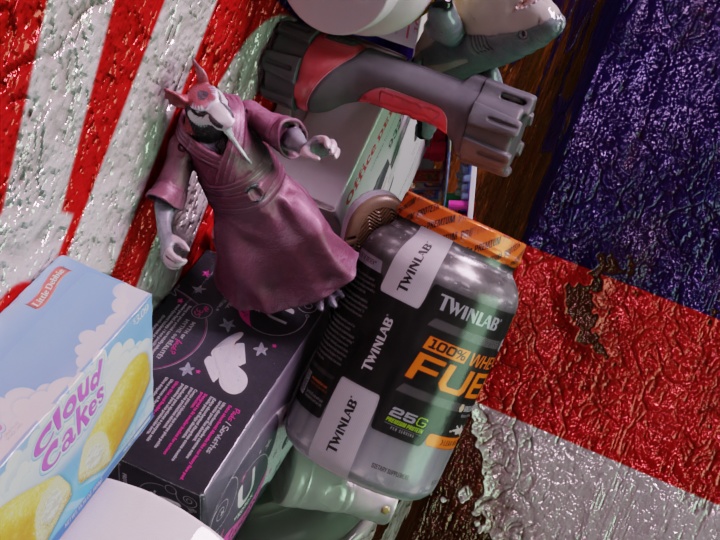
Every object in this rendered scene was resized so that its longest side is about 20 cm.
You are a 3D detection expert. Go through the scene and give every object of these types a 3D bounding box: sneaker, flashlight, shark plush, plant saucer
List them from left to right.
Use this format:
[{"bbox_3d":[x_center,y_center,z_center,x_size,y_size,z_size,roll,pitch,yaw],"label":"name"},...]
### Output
[{"bbox_3d":[-0.078,0.205,1.072,0.200,0.199,0.050,-49,129,-54],"label":"plant saucer"},{"bbox_3d":[-0.021,0.156,1.028,0.200,0.115,0.074,-111,-140,-67],"label":"sneaker"},{"bbox_3d":[0.000,0.000,0.971,0.070,0.109,0.201,-17,131,-14],"label":"sneaker"},{"bbox_3d":[0.025,-0.125,0.879,0.068,0.199,0.068,-62,166,-18],"label":"flashlight"},{"bbox_3d":[0.077,-0.151,0.900,0.091,0.083,0.200,-48,177,-44],"label":"shark plush"}]

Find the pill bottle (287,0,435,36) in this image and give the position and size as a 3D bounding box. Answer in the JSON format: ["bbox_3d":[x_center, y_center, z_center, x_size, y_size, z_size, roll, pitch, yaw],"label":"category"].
[{"bbox_3d":[0.020,-0.237,0.869,0.200,0.112,0.113,-47,155,-57],"label":"pill bottle"}]

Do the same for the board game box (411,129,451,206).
[{"bbox_3d":[0.070,-0.153,1.174,0.158,0.039,0.201,91,3,-56],"label":"board game box"}]

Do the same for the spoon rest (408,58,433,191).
[{"bbox_3d":[0.051,-0.140,1.257,0.200,0.060,0.099,98,19,-48],"label":"spoon rest"}]

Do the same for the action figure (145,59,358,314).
[{"bbox_3d":[-0.073,-0.064,0.801,0.149,0.133,0.200,-103,171,-52],"label":"action figure"}]

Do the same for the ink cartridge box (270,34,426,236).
[{"bbox_3d":[-0.013,-0.095,1.022,0.146,0.083,0.200,-65,166,-11],"label":"ink cartridge box"}]

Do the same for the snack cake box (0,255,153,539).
[{"bbox_3d":[-0.194,0.100,0.657,0.200,0.067,0.115,-55,162,-44],"label":"snack cake box"}]

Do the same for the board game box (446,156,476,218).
[{"bbox_3d":[0.104,-0.139,1.225,0.200,0.026,0.201,-76,170,-84],"label":"board game box"}]

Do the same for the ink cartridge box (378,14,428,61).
[{"bbox_3d":[0.065,-0.281,1.076,0.200,0.067,0.117,-56,162,-46],"label":"ink cartridge box"}]

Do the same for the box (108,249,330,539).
[{"bbox_3d":[-0.115,0.109,0.879,0.133,0.114,0.200,97,20,-45],"label":"box"}]

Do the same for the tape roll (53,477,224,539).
[{"bbox_3d":[-0.148,0.226,0.754,0.203,0.202,0.071,99,19,-44],"label":"tape roll"}]

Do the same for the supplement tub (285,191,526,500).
[{"bbox_3d":[0.036,0.052,0.857,0.201,0.122,0.123,-66,167,5],"label":"supplement tub"}]
